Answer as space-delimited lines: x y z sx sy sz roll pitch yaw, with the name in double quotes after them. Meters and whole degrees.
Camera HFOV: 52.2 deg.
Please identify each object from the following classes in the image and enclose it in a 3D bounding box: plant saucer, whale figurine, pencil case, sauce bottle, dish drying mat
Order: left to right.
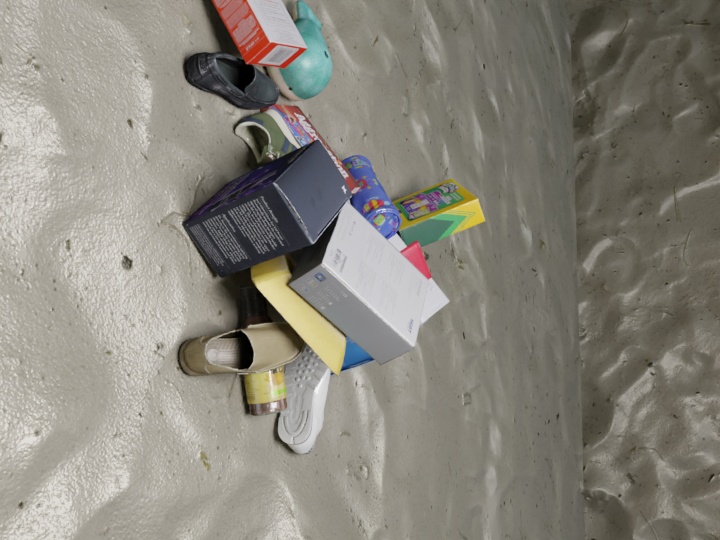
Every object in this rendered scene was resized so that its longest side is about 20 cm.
-0.157 0.124 1.155 0.065 0.064 0.201 -11 93 -60 "sauce bottle"
-0.091 0.047 1.153 0.200 0.048 0.200 50 2 -18 "plant saucer"
-0.098 -0.408 1.343 0.159 0.103 0.201 47 45 -45 "whale figurine"
0.015 -0.132 1.371 0.087 0.078 0.200 50 11 -44 "pencil case"
0.040 0.029 1.238 0.200 0.018 0.077 -35 113 -31 "dish drying mat"

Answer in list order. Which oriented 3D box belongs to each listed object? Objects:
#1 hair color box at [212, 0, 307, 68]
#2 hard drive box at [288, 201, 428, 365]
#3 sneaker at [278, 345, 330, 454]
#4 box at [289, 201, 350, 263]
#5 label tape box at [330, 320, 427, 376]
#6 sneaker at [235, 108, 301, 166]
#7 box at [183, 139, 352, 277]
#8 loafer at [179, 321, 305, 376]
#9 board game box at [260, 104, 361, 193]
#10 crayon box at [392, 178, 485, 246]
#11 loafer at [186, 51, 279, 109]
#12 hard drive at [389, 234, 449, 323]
-0.180 -0.431 1.187 0.111 0.064 0.201 -19 80 -60 "hair color box"
0.004 0.018 1.120 0.200 0.077 0.156 43 38 -21 "hard drive box"
-0.089 0.212 1.261 0.081 0.076 0.201 59 40 -53 "sneaker"
-0.066 -0.030 1.316 0.124 0.097 0.201 -37 115 -56 "box"
0.020 0.121 1.374 0.200 0.143 0.066 -28 93 -58 "label tape box"
-0.131 -0.181 1.218 0.200 0.067 0.090 51 42 11 "sneaker"
-0.136 -0.091 1.095 0.105 0.199 0.148 57 36 -19 "box"
-0.161 0.118 1.076 0.199 0.067 0.076 -10 90 -33 "loafer"
-0.086 -0.215 1.303 0.200 0.019 0.103 53 27 11 "board game box"
0.149 -0.120 1.553 0.200 0.172 0.058 -114 -177 -69 "crayon box"
-0.192 -0.306 1.187 0.200 0.070 0.068 4 81 -58 "loafer"
0.078 0.004 1.402 0.200 0.025 0.132 52 32 6 "hard drive"
